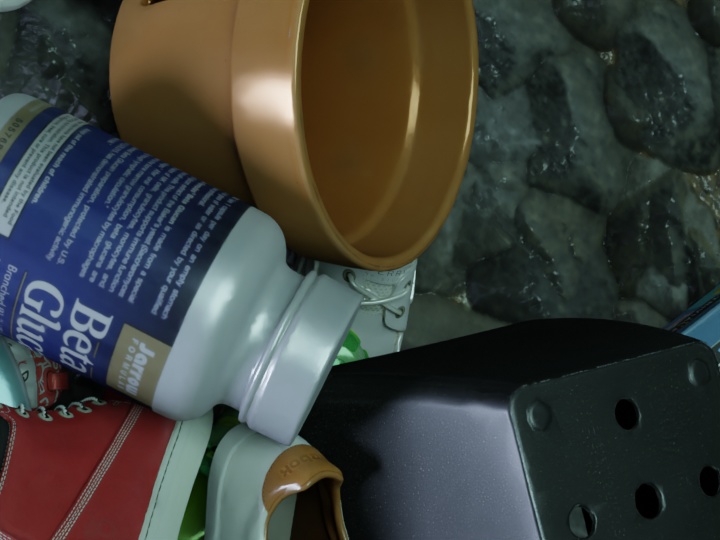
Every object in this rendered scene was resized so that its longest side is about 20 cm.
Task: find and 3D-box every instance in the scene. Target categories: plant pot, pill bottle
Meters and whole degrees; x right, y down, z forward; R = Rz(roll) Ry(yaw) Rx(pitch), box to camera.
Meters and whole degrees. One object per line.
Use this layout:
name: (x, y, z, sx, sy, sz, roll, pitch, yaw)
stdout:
plant pot: (-0.039, -0.104, 0.906, 0.200, 0.139, 0.202, -13, 105, -59)
plant pot: (0.093, 0.124, 0.871, 0.198, 0.177, 0.202, -10, 84, -33)
pill bottle: (-0.104, 0.005, 0.822, 0.199, 0.111, 0.112, 26, 71, 3)

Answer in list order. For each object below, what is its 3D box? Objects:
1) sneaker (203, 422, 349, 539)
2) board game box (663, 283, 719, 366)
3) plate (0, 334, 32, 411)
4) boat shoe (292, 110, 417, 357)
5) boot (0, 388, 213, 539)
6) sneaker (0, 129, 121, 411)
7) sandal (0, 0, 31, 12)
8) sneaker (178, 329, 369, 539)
sneaker: (-0.043, 0.183, 0.847, 0.072, 0.084, 0.202, -7, 105, -36)
board game box: (0.250, 0.124, 1.089, 0.150, 0.047, 0.201, -33, 95, -25)
plate: (-0.246, 0.080, 0.805, 0.199, 0.025, 0.202, 20, 60, -39)
boat shoe: (0.000, 0.000, 0.988, 0.070, 0.069, 0.202, 5, 81, -26)
boot: (-0.152, 0.075, 0.834, 0.144, 0.072, 0.201, 39, 27, -19)
sneaker: (-0.173, 0.010, 0.916, 0.201, 0.067, 0.108, -35, 96, -21)
sandal: (-0.222, -0.228, 0.944, 0.082, 0.050, 0.204, -12, 72, -28)
sneaker: (-0.064, 0.111, 0.922, 0.200, 0.084, 0.074, -43, 97, -13)
